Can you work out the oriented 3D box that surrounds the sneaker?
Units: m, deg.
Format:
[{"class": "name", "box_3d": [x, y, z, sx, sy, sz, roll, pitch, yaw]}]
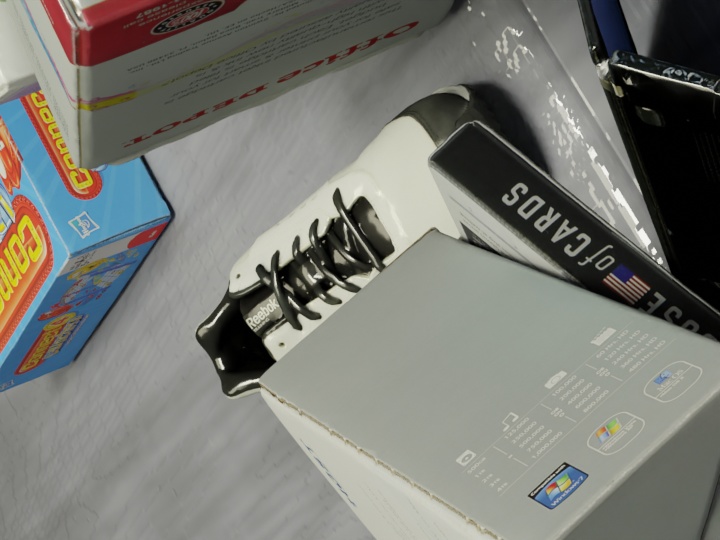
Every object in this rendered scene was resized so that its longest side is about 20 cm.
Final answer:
[{"class": "sneaker", "box_3d": [0.000, 0.000, 0.936, 0.074, 0.080, 0.200, 61, 150, 15]}]

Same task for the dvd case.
[{"class": "dvd case", "box_3d": [0.100, 0.054, 0.763, 0.150, 0.025, 0.200, 41, 168, 36]}]

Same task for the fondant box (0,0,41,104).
[{"class": "fondant box", "box_3d": [-0.115, -0.176, 0.937, 0.058, 0.144, 0.200, -23, 90, 62]}]

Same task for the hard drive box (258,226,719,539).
[{"class": "hard drive box", "box_3d": [0.073, 0.083, 0.694, 0.156, 0.077, 0.200, 52, 169, -22]}]

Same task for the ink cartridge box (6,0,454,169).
[{"class": "ink cartridge box", "box_3d": [-0.040, -0.112, 0.795, 0.200, 0.146, 0.083, 126, 120, -79]}]

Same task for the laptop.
[{"class": "laptop", "box_3d": [0.127, -0.038, 0.683, 0.200, 0.103, 0.177, 17, 157, 28]}]

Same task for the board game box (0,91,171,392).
[{"class": "board game box", "box_3d": [-0.186, -0.062, 1.236, 0.196, 0.056, 0.200, 61, 151, 12]}]
